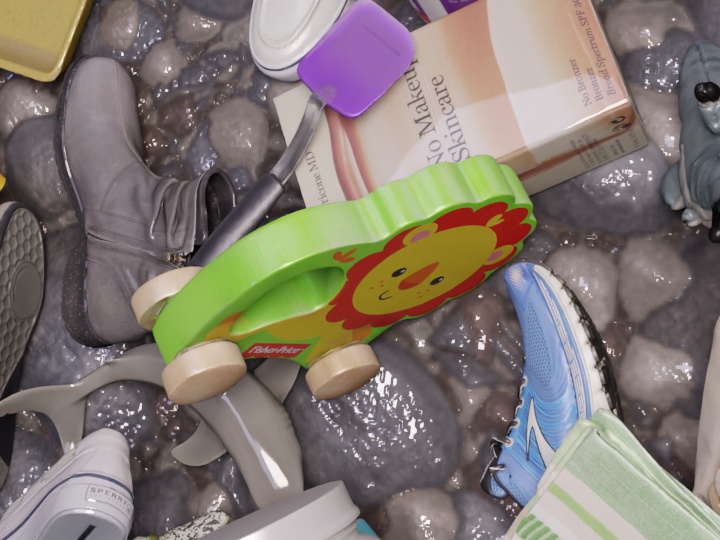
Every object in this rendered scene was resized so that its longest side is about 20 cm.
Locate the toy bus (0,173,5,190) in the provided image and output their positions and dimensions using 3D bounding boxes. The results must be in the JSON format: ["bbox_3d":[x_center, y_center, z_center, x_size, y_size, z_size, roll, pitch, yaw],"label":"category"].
[{"bbox_3d":[-0.332,-0.030,0.857,0.191,0.136,0.201,24,71,40],"label":"toy bus"}]

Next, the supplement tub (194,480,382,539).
[{"bbox_3d":[-0.025,0.228,0.679,0.144,0.145,0.202,-24,86,14],"label":"supplement tub"}]

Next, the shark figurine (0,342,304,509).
[{"bbox_3d":[-0.123,0.071,0.820,0.212,0.090,0.130,11,75,24],"label":"shark figurine"}]

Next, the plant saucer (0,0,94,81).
[{"bbox_3d":[-0.253,-0.248,0.958,0.198,0.048,0.202,19,87,23],"label":"plant saucer"}]

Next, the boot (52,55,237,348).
[{"bbox_3d":[-0.131,-0.051,0.841,0.130,0.069,0.203,-11,83,40],"label":"boot"}]

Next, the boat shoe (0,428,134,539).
[{"bbox_3d":[-0.191,0.170,0.822,0.200,0.073,0.067,-41,30,38],"label":"boat shoe"}]

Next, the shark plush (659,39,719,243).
[{"bbox_3d":[0.182,-0.063,0.689,0.090,0.200,0.084,-8,108,29],"label":"shark plush"}]

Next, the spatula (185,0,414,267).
[{"bbox_3d":[-0.042,-0.066,0.757,0.056,0.020,0.201,40,99,25],"label":"spatula"}]

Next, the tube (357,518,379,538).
[{"bbox_3d":[0.043,0.238,0.751,0.078,0.050,0.200,-47,72,21],"label":"tube"}]

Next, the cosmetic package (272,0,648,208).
[{"bbox_3d":[0.060,-0.090,0.785,0.198,0.087,0.105,-24,72,15],"label":"cosmetic package"}]

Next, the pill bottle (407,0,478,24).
[{"bbox_3d":[0.046,-0.226,0.752,0.110,0.200,0.113,-7,70,20],"label":"pill bottle"}]

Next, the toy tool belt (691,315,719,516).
[{"bbox_3d":[0.234,0.118,0.659,0.121,0.124,0.203,5,82,30],"label":"toy tool belt"}]

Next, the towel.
[{"bbox_3d":[0.132,0.177,0.663,0.152,0.023,0.201,42,138,17],"label":"towel"}]

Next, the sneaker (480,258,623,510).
[{"bbox_3d":[0.104,0.092,0.736,0.088,0.078,0.203,-14,75,15],"label":"sneaker"}]

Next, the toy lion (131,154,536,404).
[{"bbox_3d":[0.000,0.000,0.736,0.191,0.199,0.069,-39,65,29],"label":"toy lion"}]

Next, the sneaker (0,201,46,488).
[{"bbox_3d":[-0.302,0.045,0.900,0.144,0.077,0.205,9,83,19],"label":"sneaker"}]

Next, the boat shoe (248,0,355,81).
[{"bbox_3d":[-0.029,-0.228,0.847,0.074,0.086,0.204,25,88,23],"label":"boat shoe"}]

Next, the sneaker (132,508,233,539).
[{"bbox_3d":[-0.069,0.229,0.783,0.088,0.077,0.201,-32,74,-5],"label":"sneaker"}]
